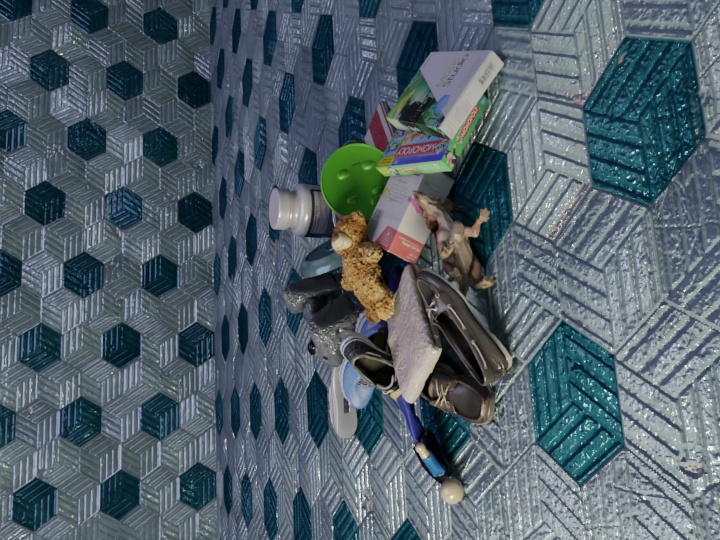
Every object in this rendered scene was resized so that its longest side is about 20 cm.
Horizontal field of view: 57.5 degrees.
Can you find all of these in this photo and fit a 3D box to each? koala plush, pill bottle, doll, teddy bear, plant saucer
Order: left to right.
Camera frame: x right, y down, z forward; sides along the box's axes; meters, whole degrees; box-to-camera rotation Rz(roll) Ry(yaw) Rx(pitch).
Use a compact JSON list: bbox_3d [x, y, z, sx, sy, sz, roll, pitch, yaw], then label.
[{"bbox_3d":[-0.104,-0.135,1.495,0.119,0.195,0.123,-178,90,-66],"label":"pill bottle"},{"bbox_3d":[-0.046,0.123,1.354,0.177,0.181,0.203,45,147,42],"label":"koala plush"},{"bbox_3d":[-0.042,-0.047,1.365,0.028,0.198,0.199,62,161,-15],"label":"plant saucer"},{"bbox_3d":[0.000,0.000,1.167,0.144,0.066,0.205,13,121,67],"label":"teddy bear"},{"bbox_3d":[0.111,0.294,1.102,0.203,0.048,0.137,63,-176,20],"label":"doll"}]

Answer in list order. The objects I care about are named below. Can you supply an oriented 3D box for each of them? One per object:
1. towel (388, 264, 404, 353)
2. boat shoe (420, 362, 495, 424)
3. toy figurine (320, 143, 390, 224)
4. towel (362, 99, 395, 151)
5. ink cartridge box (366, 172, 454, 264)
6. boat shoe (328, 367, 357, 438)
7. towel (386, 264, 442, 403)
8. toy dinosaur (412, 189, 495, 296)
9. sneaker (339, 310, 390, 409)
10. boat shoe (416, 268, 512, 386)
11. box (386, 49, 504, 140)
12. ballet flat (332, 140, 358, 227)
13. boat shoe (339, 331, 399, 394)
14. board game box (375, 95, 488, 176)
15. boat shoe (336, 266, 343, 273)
[{"bbox_3d":[0.076,0.111,1.259,0.149,0.048,0.204,-111,31,-53],"label":"towel"},{"bbox_3d":[0.142,0.201,1.060,0.199,0.072,0.077,-172,84,-67],"label":"boat shoe"},{"bbox_3d":[0.014,-0.157,1.313,0.184,0.196,0.153,110,136,-78],"label":"toy figurine"},{"bbox_3d":[0.030,-0.241,1.412,0.202,0.022,0.146,116,148,-42],"label":"towel"},{"bbox_3d":[0.092,-0.127,1.161,0.203,0.067,0.116,-64,28,5],"label":"ink cartridge box"},{"bbox_3d":[-0.046,0.275,1.495,0.065,0.072,0.206,14,101,61],"label":"boat shoe"},{"bbox_3d":[0.084,0.100,1.102,0.202,0.034,0.134,-102,25,-46],"label":"towel"},{"bbox_3d":[0.151,-0.035,1.055,0.135,0.084,0.205,-144,42,-74],"label":"toy dinosaur"},{"bbox_3d":[0.012,0.178,1.242,0.089,0.077,0.204,-121,39,-62],"label":"sneaker"},{"bbox_3d":[0.142,0.082,0.979,0.201,0.056,0.067,49,156,17],"label":"boat shoe"},{"bbox_3d":[0.132,-0.292,1.078,0.146,0.036,0.200,-55,27,0],"label":"box"},{"bbox_3d":[-0.022,-0.181,1.440,0.062,0.066,0.205,116,163,-86],"label":"ballet flat"},{"bbox_3d":[0.039,0.184,1.156,0.072,0.198,0.071,-46,35,17],"label":"boat shoe"},{"bbox_3d":[0.115,-0.226,1.101,0.199,0.029,0.136,9,67,60],"label":"board game box"},{"bbox_3d":[-0.022,0.034,1.476,0.093,0.073,0.205,-124,42,-74],"label":"boat shoe"}]
